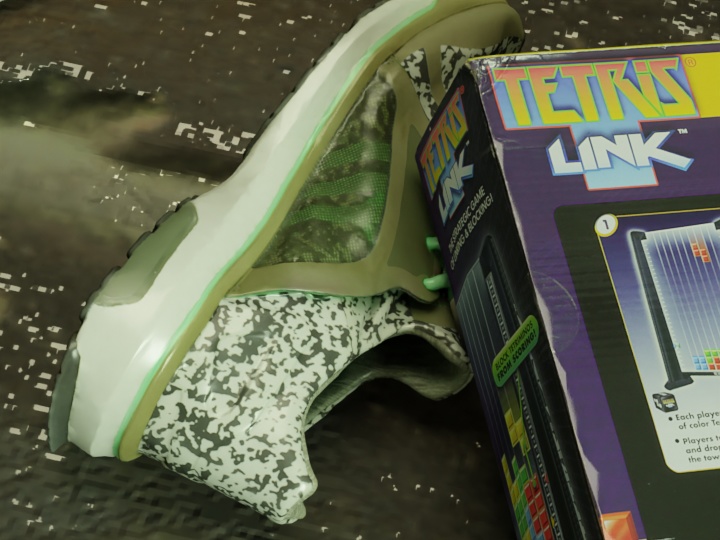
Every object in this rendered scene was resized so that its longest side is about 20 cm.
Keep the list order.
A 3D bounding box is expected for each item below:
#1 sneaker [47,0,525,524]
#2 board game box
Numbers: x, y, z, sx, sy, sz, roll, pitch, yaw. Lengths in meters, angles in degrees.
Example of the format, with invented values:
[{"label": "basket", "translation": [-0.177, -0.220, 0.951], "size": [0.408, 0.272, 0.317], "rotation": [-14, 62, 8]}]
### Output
[{"label": "sneaker", "translation": [0.000, 0.000, 0.756], "size": [0.089, 0.077, 0.200], "rotation": [36, 56, 8]}, {"label": "board game box", "translation": [0.130, 0.020, 0.717], "size": [0.200, 0.057, 0.166], "rotation": [-4, 62, -18]}]
